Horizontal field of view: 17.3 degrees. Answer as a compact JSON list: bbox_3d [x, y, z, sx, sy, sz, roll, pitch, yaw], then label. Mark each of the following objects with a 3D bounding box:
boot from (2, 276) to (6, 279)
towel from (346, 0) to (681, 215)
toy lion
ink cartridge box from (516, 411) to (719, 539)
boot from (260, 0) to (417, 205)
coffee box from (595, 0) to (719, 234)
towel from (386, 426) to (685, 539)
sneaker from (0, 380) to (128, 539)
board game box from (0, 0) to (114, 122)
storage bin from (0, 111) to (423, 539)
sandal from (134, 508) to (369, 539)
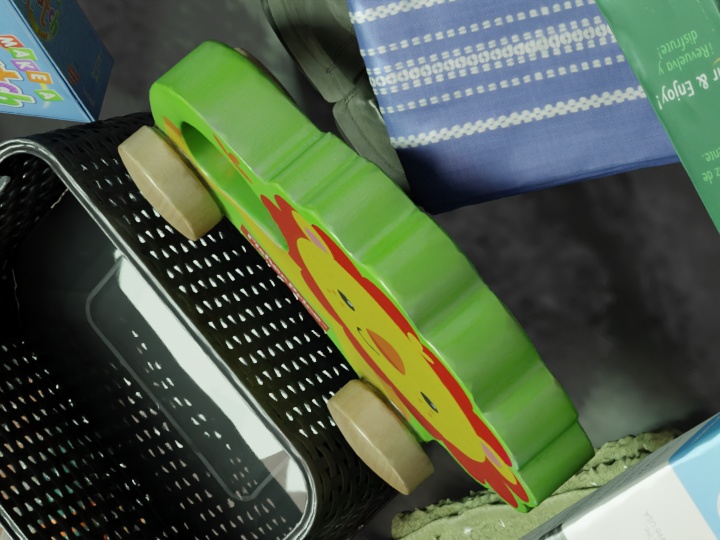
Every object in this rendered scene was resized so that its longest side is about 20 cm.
[{"bbox_3d":[-0.216,-0.060,1.107,0.075,0.074,0.201,6,123,59],"label":"boot"},{"bbox_3d":[0.056,-0.121,0.719,0.144,0.024,0.201,-12,108,20],"label":"towel"},{"bbox_3d":[0.000,0.000,0.817,0.200,0.069,0.192,50,171,3],"label":"toy lion"},{"bbox_3d":[0.094,0.122,0.721,0.200,0.068,0.116,-36,85,35],"label":"ink cartridge box"},{"bbox_3d":[-0.003,-0.116,0.810,0.131,0.068,0.200,-18,103,57],"label":"boot"},{"bbox_3d":[0.154,-0.022,0.647,0.044,0.123,0.200,-24,95,51],"label":"coffee box"},{"bbox_3d":[0.098,0.139,0.904,0.200,0.036,0.149,-26,95,53],"label":"towel"},{"bbox_3d":[-0.139,0.130,1.145,0.071,0.080,0.201,-128,49,-68],"label":"sneaker"},{"bbox_3d":[-0.218,-0.118,0.965,0.199,0.037,0.151,8,158,17],"label":"board game box"},{"bbox_3d":[-0.089,0.048,0.971,0.200,0.094,0.135,49,118,11],"label":"storage bin"},{"bbox_3d":[-0.047,0.147,1.061,0.206,0.059,0.079,21,131,40],"label":"sandal"}]
